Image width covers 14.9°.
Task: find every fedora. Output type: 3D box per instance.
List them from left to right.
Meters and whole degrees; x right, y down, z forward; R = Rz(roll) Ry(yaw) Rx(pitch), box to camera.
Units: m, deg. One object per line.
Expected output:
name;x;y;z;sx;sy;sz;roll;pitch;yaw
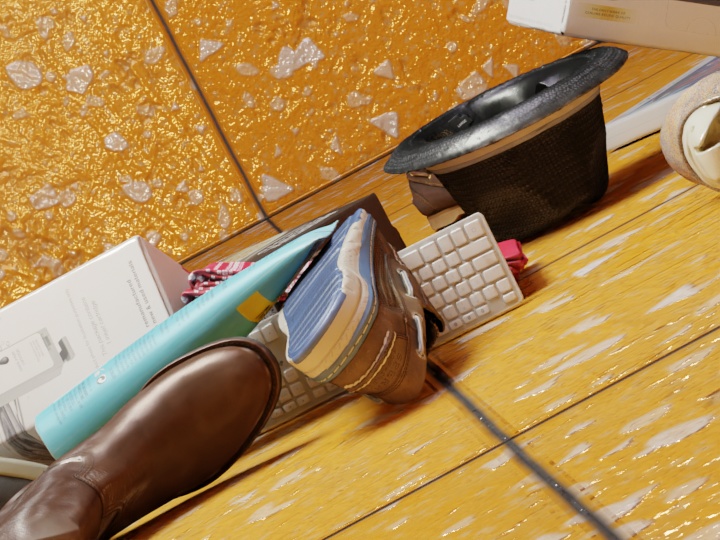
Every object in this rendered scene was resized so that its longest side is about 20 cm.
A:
fedora;0.113;-0.076;1.850;0.200;0.092;0.201;-27;8;4

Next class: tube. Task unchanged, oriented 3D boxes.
tube;-0.092;0.039;1.535;0.200;0.050;0.077;-40;7;8

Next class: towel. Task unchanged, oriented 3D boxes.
towel;0.000;0.000;1.632;0.200;0.023;0.145;-3;4;4

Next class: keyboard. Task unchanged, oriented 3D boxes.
keyboard;-0.008;0.036;1.558;0.200;0.056;0.011;-27;3;11

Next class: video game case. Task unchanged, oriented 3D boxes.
video game case;0.301;-0.161;2.116;0.200;0.023;0.182;-23;7;45

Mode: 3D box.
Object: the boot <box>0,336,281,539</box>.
boot;-0.128;0.112;1.377;0.186;0.064;0.200;-40;-1;10

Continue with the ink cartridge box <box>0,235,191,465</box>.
ink cartridge box;-0.179;0.075;1.669;0.200;0.083;0.147;-28;-21;10

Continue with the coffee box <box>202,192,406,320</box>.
coffee box;-0.064;0.027;1.823;0.114;0.080;0.200;-32;6;-37

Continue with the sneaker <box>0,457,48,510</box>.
sneaker;-0.248;0.164;1.555;0.200;0.106;0.075;0;-17;-2

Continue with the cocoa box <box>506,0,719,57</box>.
cocoa box;0.221;-0.220;1.917;0.200;0.131;0.133;6;7;-16

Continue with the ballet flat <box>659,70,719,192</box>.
ballet flat;0.219;-0.078;1.466;0.067;0.068;0.200;-41;10;-39

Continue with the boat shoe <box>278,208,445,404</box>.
boat shoe;0.003;0.028;1.461;0.072;0.072;0.200;-51;9;16

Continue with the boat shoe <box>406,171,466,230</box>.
boat shoe;0.097;-0.084;2.168;0.070;0.070;0.200;-30;6;-34
